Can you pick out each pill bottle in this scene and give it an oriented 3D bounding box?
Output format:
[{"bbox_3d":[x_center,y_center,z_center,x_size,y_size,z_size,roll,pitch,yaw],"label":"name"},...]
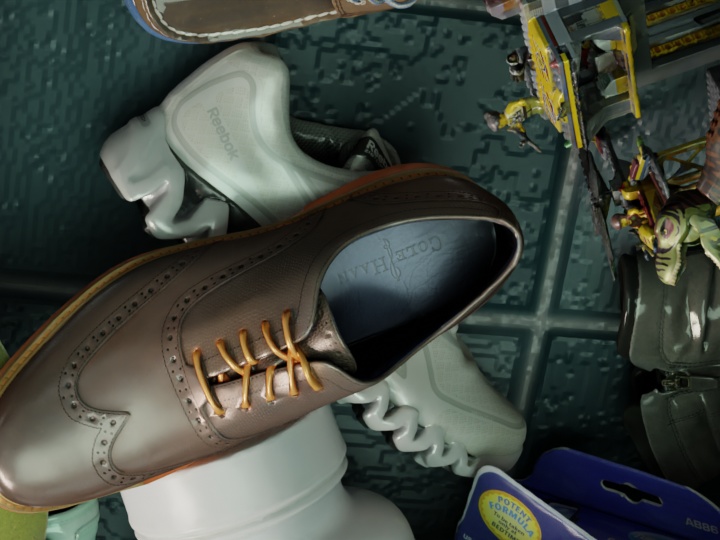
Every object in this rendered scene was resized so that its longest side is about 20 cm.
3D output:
[{"bbox_3d":[-0.022,0.149,0.851,0.112,0.112,0.201,-19,103,1],"label":"pill bottle"}]

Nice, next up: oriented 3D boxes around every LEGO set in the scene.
[{"bbox_3d":[0.108,-0.031,0.756,0.115,0.154,0.200,-19,151,-1],"label":"LEGO set"}]

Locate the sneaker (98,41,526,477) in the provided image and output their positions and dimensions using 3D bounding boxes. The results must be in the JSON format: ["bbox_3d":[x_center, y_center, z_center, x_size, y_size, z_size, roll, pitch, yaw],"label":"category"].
[{"bbox_3d":[0.000,0.000,0.840,0.081,0.075,0.200,-46,114,2],"label":"sneaker"}]

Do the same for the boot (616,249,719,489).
[{"bbox_3d":[0.174,0.067,0.906,0.130,0.068,0.201,-17,111,7],"label":"boot"}]

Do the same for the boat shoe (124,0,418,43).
[{"bbox_3d":[0.012,-0.126,0.778,0.199,0.072,0.072,-24,116,3],"label":"boat shoe"}]

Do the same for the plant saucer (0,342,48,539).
[{"bbox_3d":[-0.205,0.065,0.809,0.199,0.031,0.201,9,115,19],"label":"plant saucer"}]

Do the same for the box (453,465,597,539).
[{"bbox_3d":[0.073,0.170,0.883,0.121,0.032,0.200,35,132,22],"label":"box"}]

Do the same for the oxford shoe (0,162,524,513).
[{"bbox_3d":[-0.038,0.021,0.762,0.200,0.073,0.071,-30,103,-9],"label":"oxford shoe"}]

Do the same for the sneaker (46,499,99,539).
[{"bbox_3d":[-0.103,0.147,0.883,0.200,0.074,0.118,25,116,-15],"label":"sneaker"}]

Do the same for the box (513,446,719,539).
[{"bbox_3d":[0.100,0.170,0.909,0.119,0.041,0.201,14,123,35],"label":"box"}]
